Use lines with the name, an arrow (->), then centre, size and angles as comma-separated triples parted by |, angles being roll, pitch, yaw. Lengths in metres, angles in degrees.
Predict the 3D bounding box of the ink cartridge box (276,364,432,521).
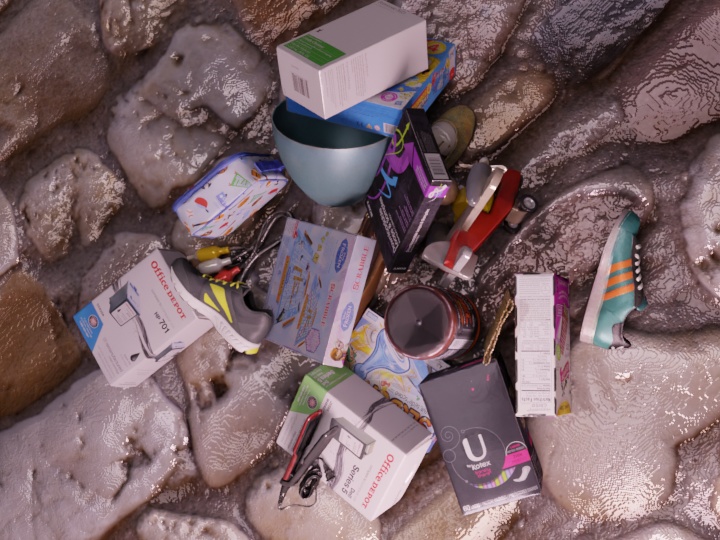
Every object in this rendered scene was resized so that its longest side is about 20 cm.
ink cartridge box -> -0.011, 0.255, 1.668 | 0.200, 0.084, 0.146 | 36, 122, 20

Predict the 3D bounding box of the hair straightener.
hair straightener -> -0.077, 0.300, 1.649 | 0.077, 0.041, 0.200 | 40, 124, 19

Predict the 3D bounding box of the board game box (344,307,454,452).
board game box -> 0.058, 0.168, 1.699 | 0.200, 0.034, 0.136 | 34, 97, 20

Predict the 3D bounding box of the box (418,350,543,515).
box -> 0.176, 0.232, 1.588 | 0.122, 0.106, 0.201 | -20, 88, 11

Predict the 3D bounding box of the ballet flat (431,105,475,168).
ballet flat -> 0.103, -0.173, 1.697 | 0.071, 0.071, 0.200 | 43, 100, 19

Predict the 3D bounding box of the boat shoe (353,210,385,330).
boat shoe -> 0.000, 0.000, 1.719 | 0.070, 0.070, 0.201 | 26, 86, 14

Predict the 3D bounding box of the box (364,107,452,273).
box -> 0.064, -0.112, 1.581 | 0.200, 0.036, 0.143 | 113, 148, -46

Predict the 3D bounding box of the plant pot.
plant pot -> -0.037, -0.179, 1.702 | 0.199, 0.200, 0.135 | 18, 129, 21

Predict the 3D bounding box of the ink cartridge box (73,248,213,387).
ink cartridge box -> -0.357, 0.079, 1.841 | 0.200, 0.086, 0.147 | -38, 73, 15

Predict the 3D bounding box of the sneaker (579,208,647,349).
sneaker -> 0.378, 0.016, 1.576 | 0.080, 0.071, 0.201 | 16, 96, 17

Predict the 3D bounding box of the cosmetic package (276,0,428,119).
cosmetic package -> -0.009, -0.308, 1.593 | 0.200, 0.085, 0.107 | -32, 46, -27

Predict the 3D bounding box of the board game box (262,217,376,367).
board game box -> -0.072, 0.030, 1.708 | 0.199, 0.041, 0.201 | 17, 93, 53

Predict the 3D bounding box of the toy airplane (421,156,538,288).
toy airplane -> 0.147, -0.076, 1.600 | 0.141, 0.199, 0.200 | 43, 104, 6

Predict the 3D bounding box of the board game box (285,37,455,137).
board game box -> 0.018, -0.295, 1.681 | 0.199, 0.056, 0.196 | 16, 46, 21

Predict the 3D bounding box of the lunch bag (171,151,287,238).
lunch bag -> -0.200, -0.125, 1.743 | 0.160, 0.200, 0.076 | -40, 86, 14

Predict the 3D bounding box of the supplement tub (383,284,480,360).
supplement tub -> 0.112, 0.077, 1.598 | 0.106, 0.200, 0.108 | -2, 86, 20

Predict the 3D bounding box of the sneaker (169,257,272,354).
sneaker -> -0.217, 0.041, 1.761 | 0.200, 0.074, 0.085 | 43, 102, 8

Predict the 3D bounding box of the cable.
cable -> -0.188, -0.023, 1.802 | 0.199, 0.050, 0.097 | -28, 78, 18

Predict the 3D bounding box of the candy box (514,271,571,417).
candy box -> 0.262, 0.107, 1.572 | 0.061, 0.136, 0.201 | -1, 85, 20

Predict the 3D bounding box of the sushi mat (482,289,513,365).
sushi mat -> 0.196, 0.078, 1.569 | 0.012, 0.200, 0.096 | 24, 96, 5
